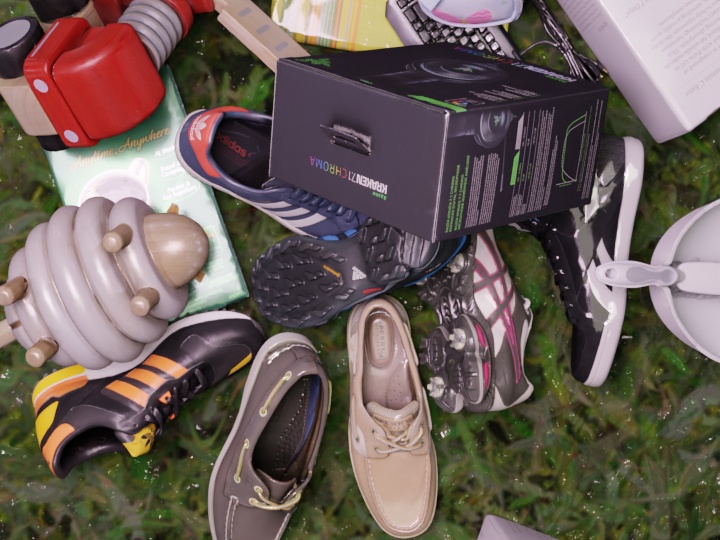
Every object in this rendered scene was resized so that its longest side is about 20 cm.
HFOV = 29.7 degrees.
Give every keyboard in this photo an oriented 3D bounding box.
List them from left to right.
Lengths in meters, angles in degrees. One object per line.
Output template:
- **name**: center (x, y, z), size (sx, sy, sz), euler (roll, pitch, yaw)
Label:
- **keyboard**: center (0.122, -0.170, 1.113), size (0.126, 0.021, 0.201), euler (-36, 97, 3)

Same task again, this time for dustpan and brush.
- **dustpan and brush**: center (0.256, 0.005, 1.074), size (0.197, 0.057, 0.142), euler (3, 91, -24)

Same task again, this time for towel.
- **towel**: center (0.026, -0.219, 1.124), size (0.197, 0.018, 0.087), euler (10, 96, -2)

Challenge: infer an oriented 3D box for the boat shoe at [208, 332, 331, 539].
- **boat shoe**: center (-0.072, 0.154, 1.082), size (0.071, 0.060, 0.205), euler (9, 106, -25)

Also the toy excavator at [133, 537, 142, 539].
- **toy excavator**: center (-0.090, 0.307, 1.076), size (0.198, 0.194, 0.101), euler (27, 90, 26)

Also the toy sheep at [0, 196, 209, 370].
- **toy sheep**: center (-0.203, 0.013, 1.019), size (0.197, 0.138, 0.140), euler (-21, 91, 9)

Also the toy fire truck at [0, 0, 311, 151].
- **toy fire truck**: center (-0.148, -0.166, 1.018), size (0.197, 0.130, 0.177), euler (2, 47, 29)

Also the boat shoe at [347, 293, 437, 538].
- **boat shoe**: center (0.024, 0.121, 1.101), size (0.071, 0.065, 0.203), euler (-6, 92, -1)

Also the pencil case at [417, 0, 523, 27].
- **pencil case**: center (0.092, -0.293, 1.064), size (0.090, 0.083, 0.203), euler (15, 72, -32)

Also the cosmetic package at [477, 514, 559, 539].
- **cosmetic package**: center (0.170, 0.315, 1.058), size (0.197, 0.166, 0.170), euler (20, 90, -3)

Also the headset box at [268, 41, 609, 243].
- **headset box**: center (0.051, -0.100, 0.994), size (0.198, 0.173, 0.094), euler (-14, 118, -42)

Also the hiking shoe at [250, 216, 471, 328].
- **hiking shoe**: center (0.000, 0.000, 1.075), size (0.198, 0.086, 0.076), euler (-16, 81, 38)

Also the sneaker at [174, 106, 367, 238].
- **sneaker**: center (-0.048, -0.073, 1.070), size (0.198, 0.084, 0.076), euler (18, 81, -20)

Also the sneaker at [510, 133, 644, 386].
- **sneaker**: center (0.159, -0.013, 1.100), size (0.110, 0.073, 0.203), euler (8, 92, 0)

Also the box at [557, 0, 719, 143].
- **box**: center (0.251, -0.229, 1.083), size (0.151, 0.106, 0.201), euler (-35, 91, -1)

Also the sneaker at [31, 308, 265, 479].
- **sneaker**: center (-0.162, 0.104, 1.076), size (0.197, 0.070, 0.091), euler (-20, 50, 2)

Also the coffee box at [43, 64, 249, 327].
- **coffee box**: center (-0.176, -0.052, 1.105), size (0.121, 0.044, 0.203), euler (-21, 92, -2)

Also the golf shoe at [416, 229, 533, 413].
- **golf shoe**: center (0.093, 0.016, 1.109), size (0.087, 0.077, 0.203), euler (6, 77, -36)
